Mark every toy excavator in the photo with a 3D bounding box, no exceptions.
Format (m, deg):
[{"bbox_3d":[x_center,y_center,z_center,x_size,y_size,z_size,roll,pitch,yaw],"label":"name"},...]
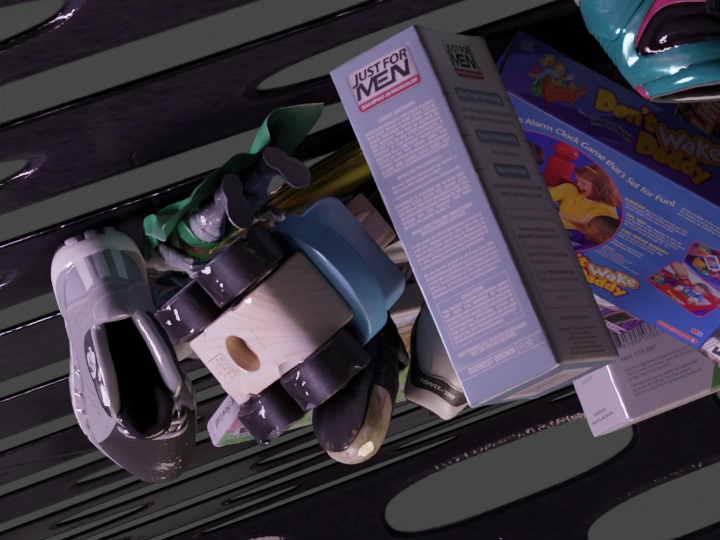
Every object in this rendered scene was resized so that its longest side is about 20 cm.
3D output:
[{"bbox_3d":[-0.021,0.005,1.616,0.200,0.100,0.194,-41,-178,-32],"label":"toy excavator"}]

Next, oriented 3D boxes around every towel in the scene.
[{"bbox_3d":[-0.003,-0.069,1.749,0.199,0.018,0.086,-30,172,38],"label":"towel"}]

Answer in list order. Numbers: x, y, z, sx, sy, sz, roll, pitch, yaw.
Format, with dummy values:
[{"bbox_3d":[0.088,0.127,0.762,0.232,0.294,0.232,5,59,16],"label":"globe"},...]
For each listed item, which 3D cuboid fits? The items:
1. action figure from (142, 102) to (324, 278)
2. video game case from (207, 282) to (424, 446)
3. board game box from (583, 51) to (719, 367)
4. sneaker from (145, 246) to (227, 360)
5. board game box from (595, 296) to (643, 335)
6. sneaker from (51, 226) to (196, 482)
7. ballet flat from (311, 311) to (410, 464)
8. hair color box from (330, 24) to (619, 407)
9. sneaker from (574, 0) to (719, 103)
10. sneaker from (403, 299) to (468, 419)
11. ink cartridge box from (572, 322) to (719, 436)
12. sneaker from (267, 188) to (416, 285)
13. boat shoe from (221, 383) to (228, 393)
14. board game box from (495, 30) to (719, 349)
[{"bbox_3d":[-0.085,-0.032,1.643,0.118,0.055,0.200,-34,180,-19],"label":"action figure"},{"bbox_3d":[0.015,0.053,1.840,0.199,0.022,0.182,-12,159,-26],"label":"video game case"},{"bbox_3d":[0.217,-0.051,1.742,0.159,0.200,0.097,-34,-154,51],"label":"board game box"},{"bbox_3d":[-0.111,0.016,1.832,0.086,0.078,0.200,-32,177,22],"label":"sneaker"},{"bbox_3d":[0.123,-0.023,1.886,0.199,0.032,0.120,25,148,-16],"label":"board game box"},{"bbox_3d":[-0.136,0.081,1.696,0.075,0.116,0.201,-21,131,-5],"label":"sneaker"},{"bbox_3d":[0.009,0.065,1.642,0.067,0.057,0.200,-49,-169,15],"label":"ballet flat"},{"bbox_3d":[0.064,-0.030,1.542,0.060,0.201,0.099,-26,170,22],"label":"hair color box"},{"bbox_3d":[0.216,-0.146,1.486,0.199,0.121,0.084,-26,169,23],"label":"sneaker"},{"bbox_3d":[0.063,0.026,1.701,0.088,0.075,0.200,-63,175,20],"label":"sneaker"},{"bbox_3d":[0.208,0.001,2.050,0.144,0.201,0.088,-20,174,-15],"label":"ink cartridge box"},{"bbox_3d":[0.000,0.000,1.794,0.199,0.076,0.077,-22,138,-4],"label":"sneaker"},{"bbox_3d":[-0.012,0.027,1.901,0.200,0.070,0.072,-21,146,10],"label":"boat shoe"},{"bbox_3d":[0.149,-0.044,1.666,0.045,0.199,0.135,-65,-173,-34],"label":"board game box"}]
